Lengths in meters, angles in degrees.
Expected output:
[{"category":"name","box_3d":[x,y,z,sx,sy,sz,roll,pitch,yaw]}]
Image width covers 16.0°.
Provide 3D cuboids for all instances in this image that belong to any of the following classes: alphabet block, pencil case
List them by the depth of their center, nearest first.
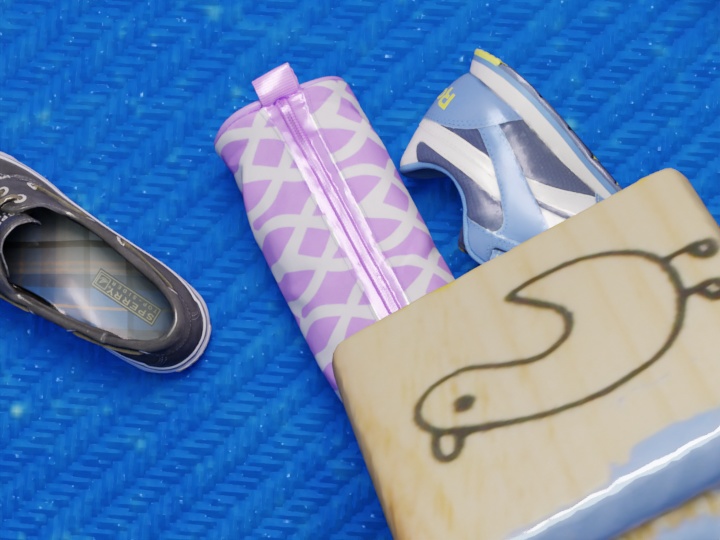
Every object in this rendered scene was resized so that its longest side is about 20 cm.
[{"category":"alphabet block","box_3d":[0.122,0.110,1.137,0.194,0.200,0.197,-27,120,1]},{"category":"pencil case","box_3d":[0.000,0.000,1.271,0.084,0.086,0.201,-30,78,2]}]

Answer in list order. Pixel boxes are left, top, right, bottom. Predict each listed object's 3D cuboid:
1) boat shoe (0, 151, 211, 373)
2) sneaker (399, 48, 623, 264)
[{"category":"boat shoe","box_3d":[-0.167,-0.011,1.300,0.199,0.066,0.070,34,86,10]},{"category":"sneaker","box_3d":[0.100,-0.015,1.273,0.082,0.074,0.200,-41,74,3]}]
